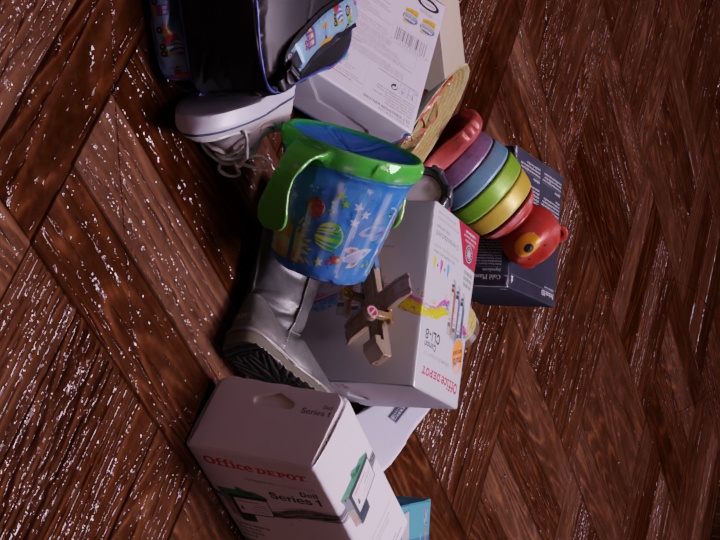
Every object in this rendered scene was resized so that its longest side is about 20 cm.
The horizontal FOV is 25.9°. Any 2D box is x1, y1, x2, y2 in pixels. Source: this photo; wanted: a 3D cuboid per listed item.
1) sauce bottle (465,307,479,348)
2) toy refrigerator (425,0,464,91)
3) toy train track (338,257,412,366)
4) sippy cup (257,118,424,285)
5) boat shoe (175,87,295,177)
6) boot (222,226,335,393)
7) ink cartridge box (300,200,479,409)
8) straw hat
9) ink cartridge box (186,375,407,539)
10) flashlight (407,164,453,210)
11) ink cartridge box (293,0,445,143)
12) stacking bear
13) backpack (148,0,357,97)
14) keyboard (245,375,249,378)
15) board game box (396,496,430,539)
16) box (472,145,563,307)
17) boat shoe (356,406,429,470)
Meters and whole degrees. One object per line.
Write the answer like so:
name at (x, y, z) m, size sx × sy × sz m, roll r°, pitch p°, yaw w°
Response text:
sauce bottle at (0.085, 0.033, 1.894) m, size 0.200 × 0.064 × 0.065 m, roll 49°, pitch 48°, yaw -54°
toy refrigerator at (0.072, -0.287, 1.815) m, size 0.200 × 0.070 × 0.076 m, roll 80°, pitch 26°, yaw -46°
toy train track at (0.000, 0.000, 1.573) m, size 0.032 × 0.115 × 0.201 m, roll 14°, pitch 53°, yaw -31°
sippy cup at (-0.023, -0.061, 1.475) m, size 0.177 × 0.140 × 0.131 m, roll 12°, pitch 104°, yaw -22°
boat shoe at (-0.114, -0.127, 1.456) m, size 0.202 × 0.074 × 0.086 m, roll -45°, pitch 137°, yaw -68°
boot at (-0.059, 0.031, 1.570) m, size 0.182 × 0.072 × 0.200 m, roll 55°, pitch 36°, yaw -42°
ink cartridge box at (0.029, 0.038, 1.674) m, size 0.145 × 0.144 × 0.201 m, roll 32°, pitch 63°, yaw -63°
straw hat at (0.037, -0.171, 1.735) m, size 0.201 × 0.085 × 0.201 m, roll -56°, pitch 172°, yaw -12°
ink cartridge box at (-0.058, 0.201, 1.493) m, size 0.084 × 0.146 × 0.200 m, roll -62°, pitch 144°, yaw -34°
flashlight at (0.073, -0.063, 1.805) m, size 0.200 × 0.068 × 0.068 m, roll 82°, pitch 8°, yaw -76°
ink cartridge box at (0.006, -0.243, 1.628) m, size 0.136 × 0.076 × 0.201 m, roll 30°, pitch 62°, yaw -27°
stacking bear at (0.161, -0.087, 1.888) m, size 0.200 × 0.121 × 0.114 m, roll 44°, pitch 16°, yaw -13°
backpack at (-0.087, -0.256, 1.414) m, size 0.200 × 0.134 × 0.183 m, roll -35°, pitch 121°, yaw -59°
keyboard at (-0.085, 0.155, 1.598) m, size 0.056 × 0.011 × 0.201 m, roll -50°, pitch 135°, yaw -46°
board game box at (0.019, 0.342, 1.786) m, size 0.200 × 0.047 × 0.152 m, roll 8°, pitch 85°, yaw -65°
box at (0.183, -0.054, 2.051) m, size 0.200 × 0.104 × 0.183 m, roll 21°, pitch 71°, yaw -64°
boat shoe at (0.018, 0.181, 1.754) m, size 0.200 × 0.072 × 0.068 m, roll -47°, pitch 172°, yaw -39°
